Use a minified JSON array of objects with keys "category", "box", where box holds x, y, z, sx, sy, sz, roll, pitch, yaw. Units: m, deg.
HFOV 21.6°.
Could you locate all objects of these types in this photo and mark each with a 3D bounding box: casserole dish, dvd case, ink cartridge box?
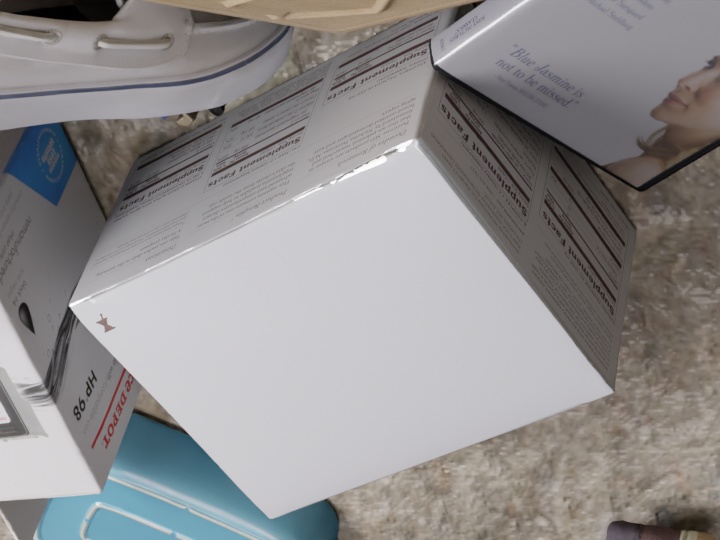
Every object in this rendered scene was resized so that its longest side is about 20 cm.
[{"category":"casserole dish","box":[-0.106,0.147,1.070,0.199,0.039,0.121,24,133,-7]},{"category":"dvd case","box":[0.146,-0.107,0.757,0.142,0.018,0.199,26,135,-38]},{"category":"ink cartridge box","box":[-0.161,0.030,0.930,0.066,0.116,0.201,-7,129,19]}]

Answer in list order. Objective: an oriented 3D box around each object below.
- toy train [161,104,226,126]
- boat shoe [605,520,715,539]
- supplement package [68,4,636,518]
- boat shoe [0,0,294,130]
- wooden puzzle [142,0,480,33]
[{"category":"toy train","box":[-0.137,-0.134,0.835,0.200,0.034,0.046,42,131,-21]},{"category":"boat shoe","box":[0.138,0.205,1.037,0.064,0.072,0.201,24,136,10]},{"category":"supplement package","box":[0.000,0.000,0.863,0.199,0.111,0.156,-23,121,31]},{"category":"boat shoe","box":[-0.101,-0.104,0.762,0.074,0.199,0.066,44,132,26]},{"category":"wooden puzzle","box":[-0.014,-0.124,0.676,0.199,0.047,0.184,-2,179,-40]}]
